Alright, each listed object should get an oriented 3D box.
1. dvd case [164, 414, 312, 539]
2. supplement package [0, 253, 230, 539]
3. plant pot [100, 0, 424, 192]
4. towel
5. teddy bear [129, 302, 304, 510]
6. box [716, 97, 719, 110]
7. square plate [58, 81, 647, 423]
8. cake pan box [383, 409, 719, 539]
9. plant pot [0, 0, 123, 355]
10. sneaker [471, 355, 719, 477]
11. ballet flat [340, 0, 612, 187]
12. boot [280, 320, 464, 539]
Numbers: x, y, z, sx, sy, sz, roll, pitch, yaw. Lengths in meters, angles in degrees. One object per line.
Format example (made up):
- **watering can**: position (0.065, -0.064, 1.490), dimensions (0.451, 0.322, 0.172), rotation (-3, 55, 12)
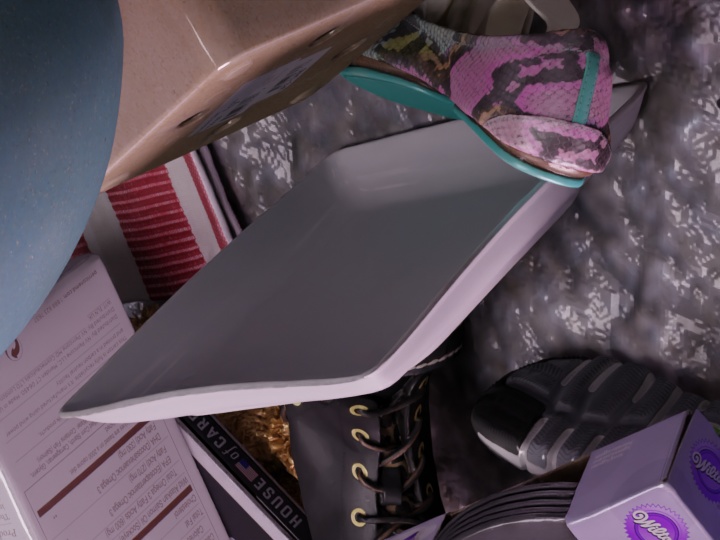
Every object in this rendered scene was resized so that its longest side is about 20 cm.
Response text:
- **dvd case**: position (-0.097, 0.126, 1.387), dimensions (0.200, 0.025, 0.150), rotation (46, 133, 3)
- **supplement package**: position (-0.152, 0.112, 1.321), dimensions (0.116, 0.117, 0.201), rotation (-12, 109, 37)
- **plant pot**: position (-0.076, -0.147, 1.097), dimensions (0.178, 0.199, 0.200), rotation (59, 142, 4)
- **towel**: position (-0.140, -0.050, 1.400), dimensions (0.199, 0.023, 0.145), rotation (-7, 111, 46)
- **teddy bear**: position (-0.083, 0.091, 1.406), dimensions (0.199, 0.067, 0.146), rotation (27, 139, 27)
- **box**: position (0.217, -0.003, 0.988), dimensions (0.158, 0.049, 0.201), rotation (-36, 68, 51)
- **square plate**: position (0.000, 0.000, 1.150), dimensions (0.197, 0.200, 0.029), rotation (-9, 118, 48)
- **cake pan box**: position (0.113, 0.162, 1.166), dimensions (0.184, 0.052, 0.200), rotation (-26, 113, 35)
- **plant pot**: position (-0.159, -0.069, 0.989), dimensions (0.199, 0.135, 0.201), rotation (26, 137, 27)
- **sneaker**: position (0.136, 0.108, 1.196), dimensions (0.199, 0.075, 0.116), rotation (11, 128, 39)
- **ballet flat**: position (0.051, -0.086, 1.122), dimensions (0.072, 0.069, 0.200), rotation (-69, 23, 6)
- **boot**: position (0.011, 0.081, 1.242), dimensions (0.200, 0.073, 0.152), rotation (172, 84, -70)
